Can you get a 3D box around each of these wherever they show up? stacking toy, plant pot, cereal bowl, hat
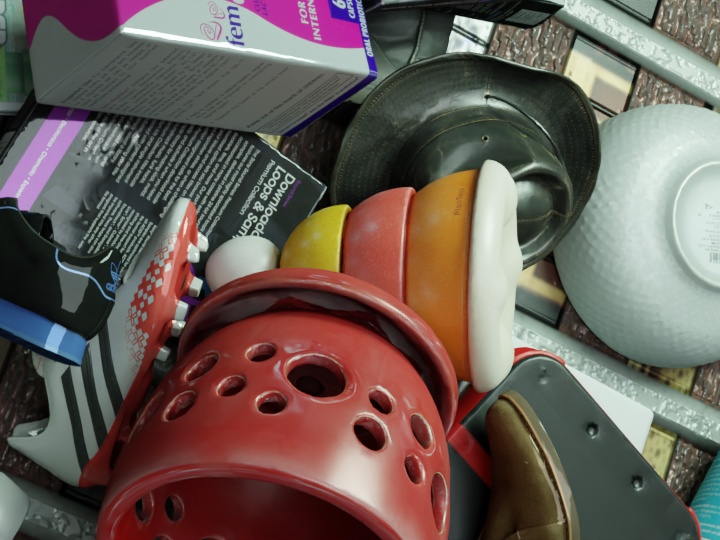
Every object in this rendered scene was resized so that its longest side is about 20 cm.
[{"bbox_3d":[0.000,0.000,1.381,0.199,0.146,0.147,3,80,9],"label":"stacking toy"},{"bbox_3d":[-0.039,0.116,1.287,0.200,0.200,0.183,37,40,-18],"label":"plant pot"},{"bbox_3d":[0.245,-0.029,1.597,0.199,0.083,0.201,4,81,-27],"label":"cereal bowl"},{"bbox_3d":[0.082,-0.049,1.470,0.200,0.081,0.201,-9,125,-13],"label":"hat"}]

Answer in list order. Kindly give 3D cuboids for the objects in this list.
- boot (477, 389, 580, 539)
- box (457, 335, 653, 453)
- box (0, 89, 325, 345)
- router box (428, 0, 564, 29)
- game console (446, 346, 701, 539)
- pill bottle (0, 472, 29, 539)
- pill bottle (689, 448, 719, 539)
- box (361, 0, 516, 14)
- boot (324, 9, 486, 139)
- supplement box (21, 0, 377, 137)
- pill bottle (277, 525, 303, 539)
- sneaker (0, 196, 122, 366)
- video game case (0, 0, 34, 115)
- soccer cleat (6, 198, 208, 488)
[{"bbox_3d":[0.095,0.177,1.359,0.075,0.074,0.201,-11,93,-13],"label":"boot"},{"bbox_3d":[0.085,0.159,1.476,0.152,0.106,0.201,28,71,-21],"label":"box"},{"bbox_3d":[-0.137,-0.050,1.411,0.200,0.036,0.143,36,75,-21],"label":"box"},{"bbox_3d":[0.064,-0.277,1.485,0.149,0.062,0.201,7,77,-23],"label":"router box"},{"bbox_3d":[0.119,0.169,1.419,0.177,0.031,0.200,-46,103,-19],"label":"game console"},{"bbox_3d":[-0.300,0.107,1.281,0.200,0.116,0.117,43,67,-16],"label":"pill bottle"},{"bbox_3d":[0.296,0.183,1.578,0.111,0.111,0.200,39,68,-17],"label":"pill bottle"},{"bbox_3d":[0.055,-0.273,1.417,0.142,0.036,0.201,-8,91,-25],"label":"box"},{"bbox_3d":[0.060,-0.187,1.539,0.181,0.072,0.201,19,68,-26],"label":"boot"},{"bbox_3d":[-0.101,-0.157,1.352,0.199,0.103,0.102,4,67,-39],"label":"supplement box"},{"bbox_3d":[-0.093,0.259,1.369,0.112,0.112,0.200,41,68,-17],"label":"pill bottle"},{"bbox_3d":[-0.240,-0.014,1.321,0.199,0.070,0.078,25,79,6],"label":"sneaker"},{"bbox_3d":[-0.217,-0.172,1.415,0.199,0.017,0.144,0,83,-27],"label":"video game case"},{"bbox_3d":[-0.158,0.042,1.353,0.085,0.069,0.201,22,107,-1],"label":"soccer cleat"}]
